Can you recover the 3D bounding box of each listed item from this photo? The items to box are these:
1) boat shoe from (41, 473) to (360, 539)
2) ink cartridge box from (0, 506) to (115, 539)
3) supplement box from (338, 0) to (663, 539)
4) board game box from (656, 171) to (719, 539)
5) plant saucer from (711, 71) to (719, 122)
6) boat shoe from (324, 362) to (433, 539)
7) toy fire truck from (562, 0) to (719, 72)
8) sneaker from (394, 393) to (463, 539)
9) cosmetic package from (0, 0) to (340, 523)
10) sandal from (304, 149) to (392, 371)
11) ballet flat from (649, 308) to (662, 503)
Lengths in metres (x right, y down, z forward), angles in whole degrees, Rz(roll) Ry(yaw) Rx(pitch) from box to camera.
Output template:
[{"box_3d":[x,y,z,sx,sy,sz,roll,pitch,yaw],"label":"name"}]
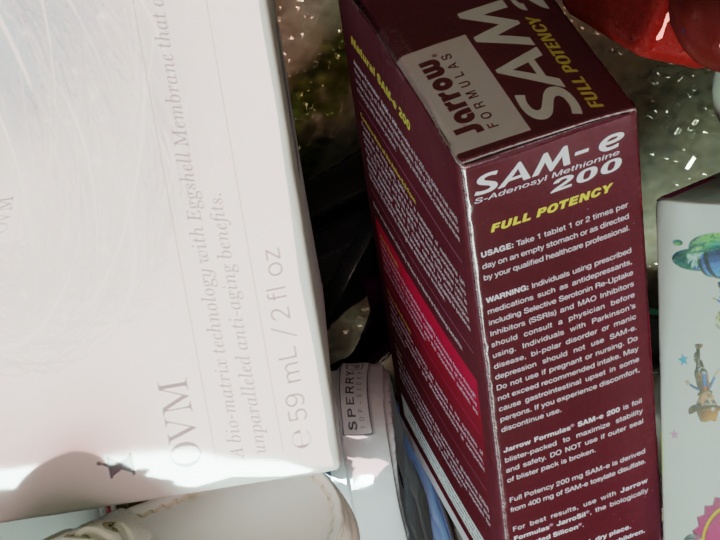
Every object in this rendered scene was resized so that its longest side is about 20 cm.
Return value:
[{"box_3d":[-0.080,0.109,0.798,0.200,0.071,0.069,-33,153,-25],"label":"boat shoe"},{"box_3d":[-0.154,0.118,0.942,0.144,0.085,0.200,-8,176,-5],"label":"ink cartridge box"},{"box_3d":[0.047,0.005,0.874,0.061,0.109,0.201,-19,132,-11],"label":"supplement box"},{"box_3d":[0.154,0.064,0.914,0.064,0.147,0.201,1,100,28],"label":"board game box"},{"box_3d":[0.207,-0.087,0.849,0.199,0.050,0.200,-25,157,-11],"label":"plant saucer"},{"box_3d":[-0.011,0.097,0.949,0.066,0.074,0.200,-5,139,5],"label":"boat shoe"},{"box_3d":[0.100,-0.146,0.758,0.112,0.168,0.200,10,130,-17],"label":"toy fire truck"},{"box_3d":[0.055,0.120,1.073,0.071,0.083,0.200,1,135,51],"label":"sneaker"},{"box_3d":[-0.119,-0.036,0.819,0.199,0.123,0.200,-9,112,1],"label":"cosmetic package"},{"box_3d":[0.000,-0.001,0.947,0.200,0.048,0.075,-38,146,24],"label":"sandal"},{"box_3d":[0.135,0.054,1.016,0.199,0.069,0.068,2,134,-10],"label":"ballet flat"}]
